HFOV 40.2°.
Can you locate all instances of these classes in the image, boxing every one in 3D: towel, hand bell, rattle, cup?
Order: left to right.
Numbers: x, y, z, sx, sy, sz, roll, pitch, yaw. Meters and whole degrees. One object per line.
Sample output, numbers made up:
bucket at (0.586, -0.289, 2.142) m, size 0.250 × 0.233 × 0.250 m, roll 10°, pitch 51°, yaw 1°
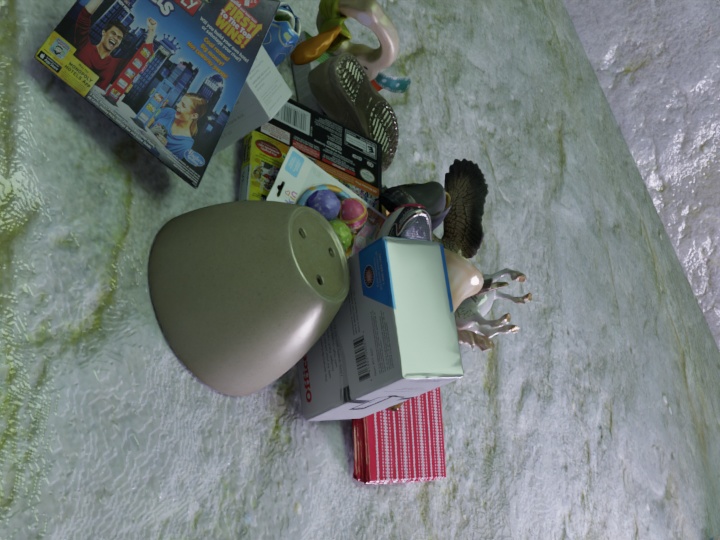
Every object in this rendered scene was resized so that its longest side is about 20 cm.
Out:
cup at (-0.095, 0.010, 1.004) m, size 0.200 × 0.142 × 0.203 m, roll 38°, pitch 40°, yaw -40°
rattle at (-0.008, -0.274, 1.372) m, size 0.201 × 0.128 × 0.145 m, roll 72°, pitch 25°, yaw -54°
towel at (0.048, 0.188, 1.219) m, size 0.199 × 0.022 × 0.147 m, roll 16°, pitch 68°, yaw -56°
hand bell at (0.075, 0.082, 1.216) m, size 0.104 × 0.103 × 0.202 m, roll 44°, pitch 56°, yaw -35°

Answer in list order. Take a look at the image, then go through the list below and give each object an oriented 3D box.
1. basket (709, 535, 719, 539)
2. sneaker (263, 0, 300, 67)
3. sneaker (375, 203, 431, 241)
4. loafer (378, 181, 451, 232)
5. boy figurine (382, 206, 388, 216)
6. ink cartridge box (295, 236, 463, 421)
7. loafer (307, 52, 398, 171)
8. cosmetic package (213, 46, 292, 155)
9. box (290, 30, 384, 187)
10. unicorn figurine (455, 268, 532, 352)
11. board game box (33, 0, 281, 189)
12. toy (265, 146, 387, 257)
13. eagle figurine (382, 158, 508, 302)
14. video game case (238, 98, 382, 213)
basket at (0.871, 0.643, 2.138) m, size 0.178 × 0.198 × 0.139 m, roll 58°, pitch 29°, yaw -13°
sneaker at (-0.109, -0.308, 1.261) m, size 0.076 × 0.076 × 0.201 m, roll 47°, pitch 19°, yaw -29°
sneaker at (0.058, 0.025, 1.138) m, size 0.079 × 0.074 × 0.204 m, roll 4°, pitch 93°, yaw -34°
loafer at (0.074, -0.087, 1.251) m, size 0.073 × 0.072 × 0.200 m, roll 48°, pitch 7°, yaw 6°
boy figurine at (0.052, 0.001, 1.336) m, size 0.203 × 0.064 × 0.124 m, roll 65°, pitch 16°, yaw -2°
ink cartridge box at (0.010, 0.068, 1.058) m, size 0.083 × 0.199 × 0.149 m, roll 3°, pitch 70°, yaw -33°
loafer at (-0.008, -0.213, 1.324) m, size 0.076 × 0.067 × 0.201 m, roll -61°, pitch 142°, yaw -27°
cosmetic package at (-0.178, -0.241, 1.079) m, size 0.201 × 0.112 × 0.081 m, roll 55°, pitch 30°, yaw -18°
box at (-0.034, -0.221, 1.392) m, size 0.144 × 0.036 × 0.203 m, roll 22°, pitch 52°, yaw -52°
unicorn figurine at (0.191, 0.046, 1.510) m, size 0.200 × 0.136 × 0.075 m, roll -39°, pitch 120°, yaw -47°
board game box at (-0.183, -0.224, 0.977) m, size 0.199 × 0.201 × 0.062 m, roll 40°, pitch -4°, yaw -25°
toy at (-0.016, -0.049, 1.156) m, size 0.199 × 0.047 × 0.116 m, roll 37°, pitch 58°, yaw -24°
eagle figurine at (0.116, -0.049, 1.435) m, size 0.151 × 0.149 × 0.204 m, roll -22°, pitch 99°, yaw -48°
video game case at (-0.057, -0.117, 1.214) m, size 0.198 × 0.025 × 0.183 m, roll 22°, pitch 53°, yaw -31°
